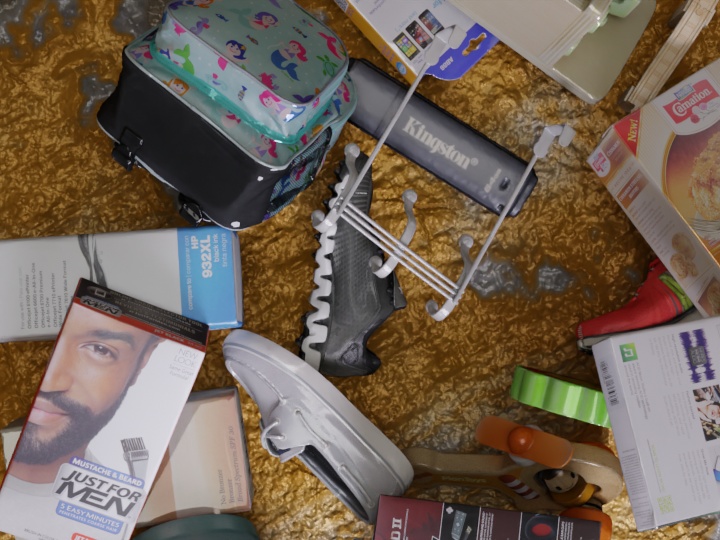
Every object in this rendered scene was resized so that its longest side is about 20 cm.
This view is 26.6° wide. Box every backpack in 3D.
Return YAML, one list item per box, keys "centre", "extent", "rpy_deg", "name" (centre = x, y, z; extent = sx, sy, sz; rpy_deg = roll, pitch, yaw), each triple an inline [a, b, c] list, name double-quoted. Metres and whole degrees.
- centre: [-0.095, -0.146, 1.242]
  extent: [0.177, 0.200, 0.151]
  rpy_deg: [37, 120, 7]
  name: "backpack"

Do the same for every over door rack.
- centre: [0.066, -0.081, 1.277]
  extent: [0.147, 0.067, 0.201]
  rpy_deg: [36, 87, -23]
  name: "over door rack"

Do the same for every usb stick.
- centre: [0.063, -0.116, 1.335]
  extent: [0.199, 0.033, 0.056]
  rpy_deg: [32, 87, -2]
  name: "usb stick"

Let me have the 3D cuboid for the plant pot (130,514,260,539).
- centre: [-0.130, 0.284, 1.252]
  extent: [0.198, 0.201, 0.135]
  rpy_deg: [-13, 62, -3]
  name: "plant pot"

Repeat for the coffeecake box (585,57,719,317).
- centre: [0.315, -0.065, 1.286]
  extent: [0.153, 0.073, 0.201]
  rpy_deg: [-32, 78, -21]
  name: "coffeecake box"

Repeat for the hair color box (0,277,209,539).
- centre: [-0.204, 0.121, 1.183]
  extent: [0.110, 0.064, 0.202]
  rpy_deg: [20, 105, -10]
  name: "hair color box"

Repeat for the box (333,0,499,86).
- centre: [0.037, -0.259, 1.330]
  extent: [0.119, 0.041, 0.200]
  rpy_deg: [-42, 92, -10]
  name: "box"

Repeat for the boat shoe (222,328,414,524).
- centre: [-0.047, 0.134, 1.281]
  extent: [0.200, 0.072, 0.069]
  rpy_deg: [44, 64, -7]
  name: "boat shoe"

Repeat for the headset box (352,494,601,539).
- centre: [0.092, 0.240, 1.243]
  extent: [0.197, 0.149, 0.076]
  rpy_deg: [6, 72, 8]
  name: "headset box"

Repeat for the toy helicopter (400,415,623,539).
- centre: [0.123, 0.169, 1.292]
  extent: [0.197, 0.133, 0.080]
  rpy_deg: [1, 58, 14]
  name: "toy helicopter"

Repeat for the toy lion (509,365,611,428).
- centre: [0.225, 0.119, 1.260]
  extent: [0.190, 0.200, 0.070]
  rpy_deg: [15, 90, -21]
  name: "toy lion"

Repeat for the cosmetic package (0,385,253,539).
- centre: [-0.195, 0.164, 1.290]
  extent: [0.197, 0.087, 0.105]
  rpy_deg: [-10, 90, -2]
  name: "cosmetic package"

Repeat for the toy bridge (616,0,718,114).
- centre: [0.289, -0.222, 1.330]
  extent: [0.027, 0.067, 0.201]
  rpy_deg: [31, 87, -1]
  name: "toy bridge"

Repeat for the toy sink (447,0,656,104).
- centre: [0.170, -0.260, 1.279]
  extent: [0.199, 0.112, 0.131]
  rpy_deg: [36, 67, -6]
  name: "toy sink"

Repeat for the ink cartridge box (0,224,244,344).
- centre: [-0.199, 0.013, 1.264]
  extent: [0.197, 0.145, 0.085]
  rpy_deg: [-4, 88, -3]
  name: "ink cartridge box"

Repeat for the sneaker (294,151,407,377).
- centre: [0.000, 0.000, 1.316]
  extent: [0.089, 0.066, 0.203]
  rpy_deg: [10, 92, -5]
  name: "sneaker"

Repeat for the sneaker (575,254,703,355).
- centre: [0.269, 0.016, 1.327]
  extent: [0.198, 0.077, 0.086]
  rpy_deg: [-21, 83, -13]
  name: "sneaker"

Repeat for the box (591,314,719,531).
- centre: [0.284, 0.107, 1.161]
  extent: [0.198, 0.036, 0.146]
  rpy_deg: [-9, 80, -20]
  name: "box"
